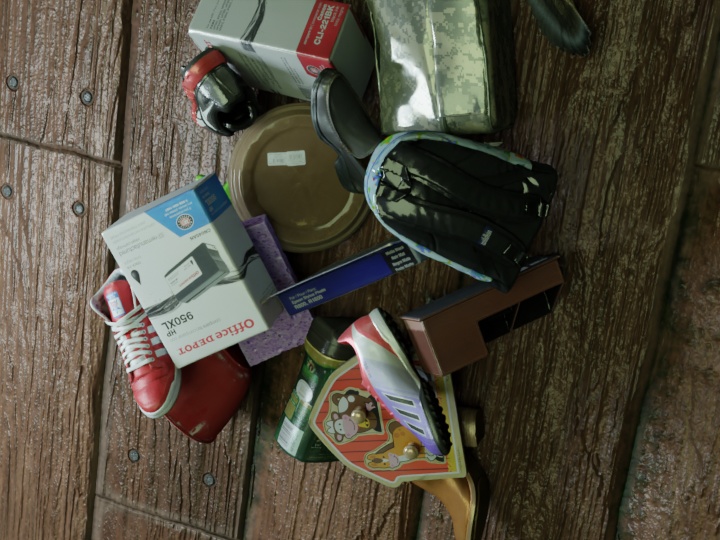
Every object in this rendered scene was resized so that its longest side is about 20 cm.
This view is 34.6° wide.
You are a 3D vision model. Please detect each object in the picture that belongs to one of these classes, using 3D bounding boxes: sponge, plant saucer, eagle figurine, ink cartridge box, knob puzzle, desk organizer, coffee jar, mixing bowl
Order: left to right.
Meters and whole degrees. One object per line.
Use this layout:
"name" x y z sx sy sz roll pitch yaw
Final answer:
"ink cartridge box" -0.207 0.002 1.455 0.144 0.084 0.201 -23 103 19
"mixing bowl" -0.221 0.128 1.606 0.108 0.200 0.201 -35 87 9
"sponge" -0.138 0.029 1.551 0.111 0.030 0.201 -21 120 6
"ink cartridge box" -0.097 -0.286 1.470 0.199 0.144 0.084 15 77 19
"plant saucer" -0.076 -0.120 1.527 0.199 0.029 0.201 0 100 -2
"coffee jar" -0.041 0.157 1.571 0.085 0.104 0.201 39 117 47
"ink cartridge box" 0.000 0.000 1.470 0.199 0.200 0.041 -23 92 26
"knob puzzle" 0.027 0.195 1.492 0.218 0.030 0.221 5 111 12
"desk organizer" 0.159 0.054 1.426 0.199 0.072 0.077 -24 97 -16
"eagle figurine" 0.228 -0.367 1.355 0.200 0.151 0.152 32 159 -18

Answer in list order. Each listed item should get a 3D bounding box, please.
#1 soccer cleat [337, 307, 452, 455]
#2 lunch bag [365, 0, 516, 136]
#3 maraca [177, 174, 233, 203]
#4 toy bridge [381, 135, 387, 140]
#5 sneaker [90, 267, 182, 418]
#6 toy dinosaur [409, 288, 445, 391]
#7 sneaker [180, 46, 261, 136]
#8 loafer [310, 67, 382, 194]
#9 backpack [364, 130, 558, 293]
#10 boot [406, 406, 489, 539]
"soccer cleat" 0.044 0.146 1.421 0.073 0.068 0.201 -31 74 8
"lunch bag" 0.093 -0.261 1.408 0.167 0.139 0.201 -2 100 22
"maraca" -0.198 -0.036 1.588 0.136 0.107 0.201 3 116 -5
"toy bridge" 0.093 -0.131 1.476 0.199 0.067 0.027 20 108 17
"sneaker" -0.287 0.086 1.472 0.071 0.113 0.201 -25 49 11
"toy dinosaur" 0.072 0.131 1.534 0.077 0.102 0.200 30 120 1
"sneaker" -0.175 -0.209 1.508 0.071 0.200 0.098 -41 79 -10
"loafer" -0.002 -0.167 1.421 0.072 0.200 0.073 21 65 33
"backpack" 0.101 -0.085 1.354 0.199 0.154 0.164 14 105 -22
"boot" 0.089 0.277 1.558 0.154 0.077 0.201 -3 98 22
